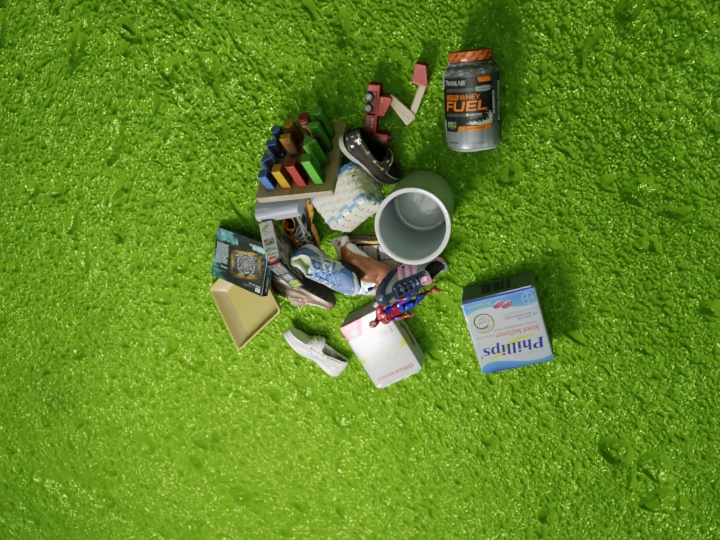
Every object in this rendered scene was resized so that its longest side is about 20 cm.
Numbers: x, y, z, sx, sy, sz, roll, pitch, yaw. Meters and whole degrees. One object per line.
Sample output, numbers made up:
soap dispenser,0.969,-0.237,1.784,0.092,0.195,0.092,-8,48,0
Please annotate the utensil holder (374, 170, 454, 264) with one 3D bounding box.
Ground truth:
utensil holder,0.133,-0.130,1.339,0.167,0.200,0.173,5,113,12

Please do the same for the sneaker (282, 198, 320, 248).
sneaker,-0.156,-0.103,1.460,0.078,0.077,0.202,32,147,35

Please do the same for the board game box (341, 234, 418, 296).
board game box,0.048,-0.012,1.493,0.196,0.046,0.154,1,112,14

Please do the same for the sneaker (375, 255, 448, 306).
sneaker,0.124,0.021,1.395,0.082,0.199,0.071,24,146,51

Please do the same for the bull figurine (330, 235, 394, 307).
bull figurine,0.000,0.000,1.449,0.198,0.065,0.123,29,119,4

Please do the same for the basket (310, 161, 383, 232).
basket,-0.045,-0.204,1.399,0.175,0.138,0.203,-33,74,27

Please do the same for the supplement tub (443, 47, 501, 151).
supplement tub,0.240,-0.367,1.259,0.120,0.123,0.204,-2,111,14

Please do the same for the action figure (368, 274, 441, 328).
action figure,0.105,0.085,1.448,0.198,0.052,0.066,-31,125,-1

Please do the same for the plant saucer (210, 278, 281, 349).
plant saucer,-0.301,0.077,1.578,0.200,0.048,0.202,-41,70,30

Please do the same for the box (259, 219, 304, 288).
box,-0.191,-0.036,1.439,0.034,0.200,0.112,-16,71,6

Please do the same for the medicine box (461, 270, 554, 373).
medicine box,0.362,0.129,1.441,0.179,0.103,0.203,-15,107,19

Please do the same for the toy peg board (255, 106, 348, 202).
toy peg board,-0.148,-0.273,1.332,0.196,0.203,0.098,-2,150,22

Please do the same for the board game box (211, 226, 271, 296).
board game box,-0.309,-0.027,1.530,0.198,0.028,0.138,20,105,33

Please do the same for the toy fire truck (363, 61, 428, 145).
toy fire truck,0.079,-0.374,1.337,0.138,0.049,0.203,9,116,7

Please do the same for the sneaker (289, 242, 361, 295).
sneaker,-0.086,0.008,1.406,0.198,0.077,0.077,28,121,24

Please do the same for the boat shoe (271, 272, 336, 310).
boat shoe,-0.156,0.059,1.564,0.198,0.076,0.073,26,120,13

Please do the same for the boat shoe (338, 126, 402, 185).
boat shoe,0.038,-0.257,1.331,0.060,0.073,0.200,-18,149,38

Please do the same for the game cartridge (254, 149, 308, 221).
game cartridge,-0.179,-0.216,1.397,0.131,0.203,0.041,-6,152,16

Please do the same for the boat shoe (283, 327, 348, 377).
boat shoe,-0.119,0.210,1.616,0.199,0.071,0.069,36,115,-12

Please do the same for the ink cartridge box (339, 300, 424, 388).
ink cartridge box,0.060,0.190,1.551,0.144,0.084,0.202,-26,103,21
